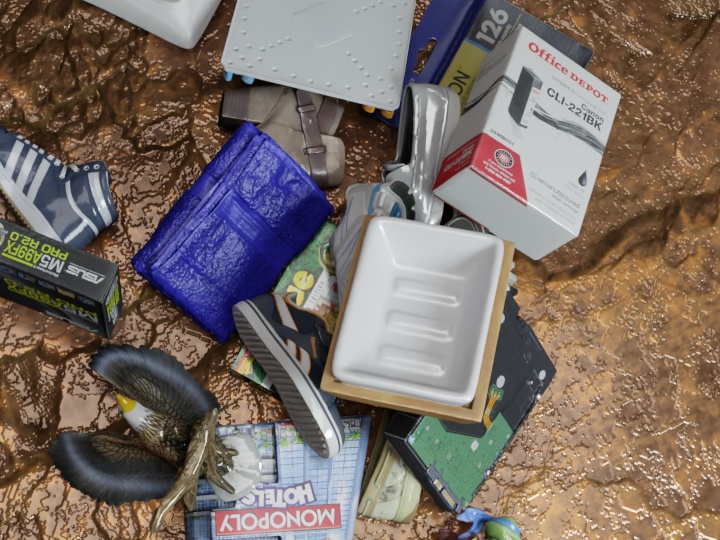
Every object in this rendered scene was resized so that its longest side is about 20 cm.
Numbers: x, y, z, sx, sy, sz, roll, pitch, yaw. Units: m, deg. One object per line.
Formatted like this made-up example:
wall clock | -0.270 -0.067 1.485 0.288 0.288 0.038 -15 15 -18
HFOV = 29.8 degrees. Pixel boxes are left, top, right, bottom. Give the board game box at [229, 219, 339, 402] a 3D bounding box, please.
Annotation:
board game box | -0.051 0.048 1.478 0.104 0.023 0.201 27 73 2

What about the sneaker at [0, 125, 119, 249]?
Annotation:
sneaker | -0.340 -0.111 1.454 0.108 0.070 0.200 -34 84 -15

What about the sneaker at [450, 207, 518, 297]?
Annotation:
sneaker | 0.131 -0.008 1.501 0.081 0.075 0.201 -6 78 12

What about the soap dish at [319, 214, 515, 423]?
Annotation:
soap dish | 0.059 0.051 1.333 0.156 0.081 0.201 10 61 8

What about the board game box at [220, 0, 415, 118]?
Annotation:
board game box | -0.044 -0.269 1.528 0.199 0.026 0.201 13 53 -4

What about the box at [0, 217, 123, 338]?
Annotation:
box | -0.343 -0.002 1.378 0.199 0.160 0.044 22 72 -2

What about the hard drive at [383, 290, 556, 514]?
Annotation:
hard drive | 0.117 0.135 1.409 0.200 0.038 0.140 -54 131 -22

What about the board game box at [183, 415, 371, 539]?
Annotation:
board game box | -0.082 0.258 1.397 0.199 0.062 0.201 -3 75 -9

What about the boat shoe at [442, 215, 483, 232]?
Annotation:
boat shoe | 0.083 0.021 1.420 0.067 0.057 0.201 18 67 16

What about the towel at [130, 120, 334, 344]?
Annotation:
towel | -0.130 -0.038 1.432 0.148 0.050 0.200 43 83 -28

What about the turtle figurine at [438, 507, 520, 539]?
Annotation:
turtle figurine | 0.134 0.355 1.361 0.200 0.144 0.194 39 77 7

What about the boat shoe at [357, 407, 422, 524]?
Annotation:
boat shoe | 0.039 0.164 1.433 0.062 0.073 0.201 10 75 -8

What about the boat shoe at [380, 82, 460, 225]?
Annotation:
boat shoe | 0.057 -0.106 1.482 0.068 0.072 0.201 10 99 -23

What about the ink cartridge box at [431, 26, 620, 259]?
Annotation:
ink cartridge box | 0.182 -0.138 1.456 0.144 0.084 0.201 31 59 -16

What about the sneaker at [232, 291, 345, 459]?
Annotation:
sneaker | -0.054 0.097 1.392 0.079 0.079 0.200 -22 60 -22

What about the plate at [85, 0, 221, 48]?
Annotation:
plate | -0.233 -0.377 1.548 0.199 0.032 0.201 26 75 6

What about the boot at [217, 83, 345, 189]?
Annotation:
boot | -0.091 -0.113 1.495 0.145 0.070 0.201 10 82 -14

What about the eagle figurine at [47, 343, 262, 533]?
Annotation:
eagle figurine | -0.208 0.163 1.362 0.151 0.199 0.152 -23 110 -34

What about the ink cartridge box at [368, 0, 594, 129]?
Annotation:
ink cartridge box | 0.142 -0.218 1.565 0.199 0.047 0.198 29 74 -2

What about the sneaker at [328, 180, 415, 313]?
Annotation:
sneaker | 0.000 0.000 1.458 0.075 0.086 0.201 13 88 -49
